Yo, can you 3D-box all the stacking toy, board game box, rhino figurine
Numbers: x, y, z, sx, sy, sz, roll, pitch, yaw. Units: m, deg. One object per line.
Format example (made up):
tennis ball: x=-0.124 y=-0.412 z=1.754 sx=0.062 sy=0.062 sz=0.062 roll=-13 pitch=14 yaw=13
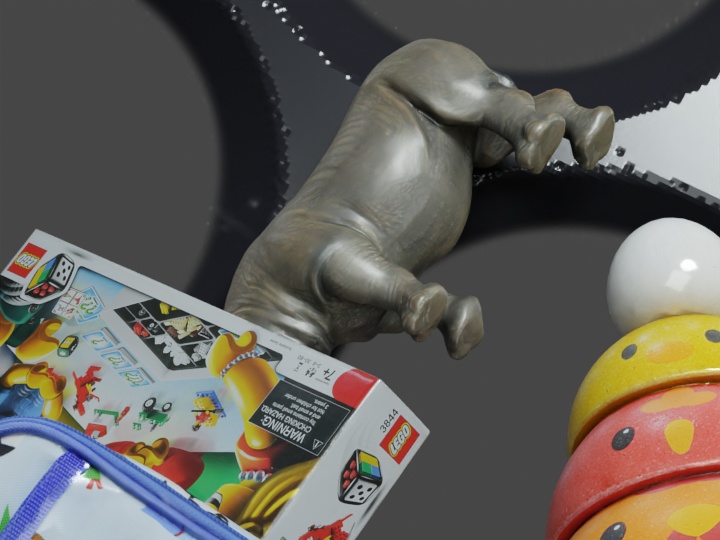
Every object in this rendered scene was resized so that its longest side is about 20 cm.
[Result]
stacking toy: x=0.111 y=0.066 z=0.787 sx=0.146 sy=0.146 sz=0.200 roll=-6 pitch=53 yaw=-1
board game box: x=-0.083 y=0.066 z=0.762 sx=0.200 sy=0.035 sz=0.126 roll=20 pitch=69 yaw=48
rhino figurine: x=0.000 y=0.000 z=0.829 sx=0.087 sy=0.060 sz=0.200 roll=27 pitch=73 yaw=31

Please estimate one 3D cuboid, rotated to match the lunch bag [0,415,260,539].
lunch bag: x=-0.094 y=0.149 z=0.626 sx=0.160 sy=0.076 sz=0.200 roll=32 pitch=80 yaw=15
